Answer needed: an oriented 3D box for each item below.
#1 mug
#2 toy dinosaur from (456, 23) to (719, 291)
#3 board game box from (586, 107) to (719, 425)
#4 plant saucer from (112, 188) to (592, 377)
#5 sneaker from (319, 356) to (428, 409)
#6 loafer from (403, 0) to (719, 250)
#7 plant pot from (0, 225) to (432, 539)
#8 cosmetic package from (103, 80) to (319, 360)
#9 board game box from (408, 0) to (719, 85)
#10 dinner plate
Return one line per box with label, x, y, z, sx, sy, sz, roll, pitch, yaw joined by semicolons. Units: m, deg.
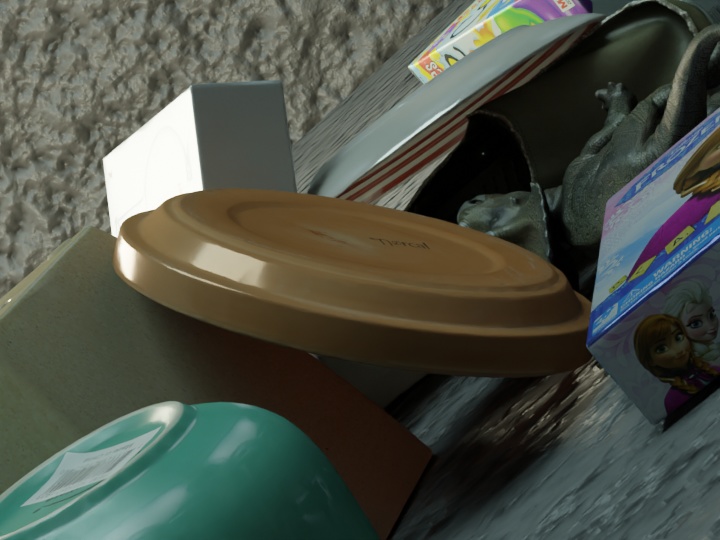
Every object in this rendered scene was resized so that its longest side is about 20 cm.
mug;-0.081;0.123;0.875;0.184;0.115;0.152;-31;11;-5
toy dinosaur;0.123;-0.041;1.122;0.200;0.077;0.103;-26;28;58
board game box;0.172;-0.048;0.954;0.200;0.041;0.200;-40;7;15
plant saucer;0.000;0.000;1.058;0.200;0.199;0.033;-81;2;-79
sneaker;0.021;0.006;1.289;0.200;0.085;0.073;-39;6;11
loafer;0.091;-0.054;1.221;0.200;0.075;0.070;-46;-27;-1
plant pot;-0.120;0.105;1.077;0.199;0.177;0.200;-38;9;28
cosmetic package;-0.071;0.024;1.261;0.051;0.201;0.151;-4;-10;-21
board game box;0.127;-0.127;1.415;0.105;0.103;0.200;-44;8;-23
dinner plate;0.035;-0.072;1.276;0.200;0.024;0.200;-36;-4;-3
